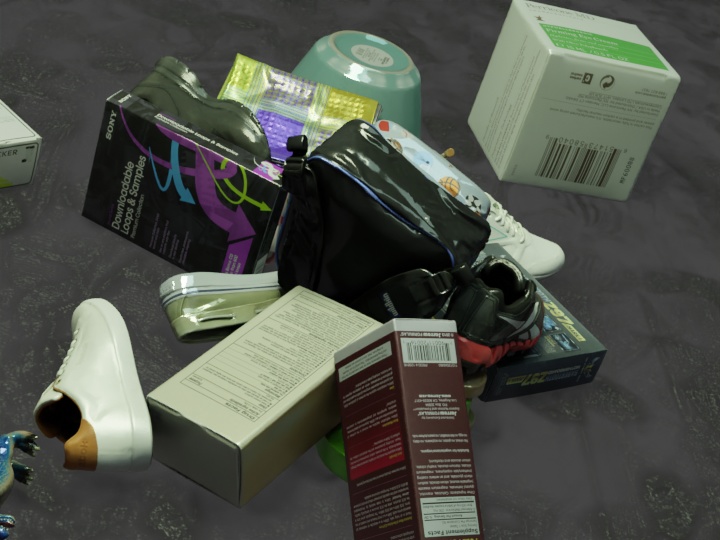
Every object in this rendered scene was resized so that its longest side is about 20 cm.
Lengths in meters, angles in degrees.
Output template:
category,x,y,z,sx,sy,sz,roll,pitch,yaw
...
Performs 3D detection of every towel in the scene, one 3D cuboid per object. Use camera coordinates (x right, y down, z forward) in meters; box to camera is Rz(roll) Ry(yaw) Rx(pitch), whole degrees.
category,x,y,z,sx,sy,sz,roll,pitch,yaw
towel,-0.079,-0.180,1.579,0.200,0.023,0.144,20,59,0

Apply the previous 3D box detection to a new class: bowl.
category,x,y,z,sx,sy,sz,roll,pitch,yaw
bowl,-0.002,-0.240,1.698,0.201,0.105,0.201,14,32,-9

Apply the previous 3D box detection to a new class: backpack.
category,x,y,z,sx,sy,sz,roll,pitch,yaw
backpack,0.013,-0.028,1.191,0.200,0.191,0.154,42,46,9

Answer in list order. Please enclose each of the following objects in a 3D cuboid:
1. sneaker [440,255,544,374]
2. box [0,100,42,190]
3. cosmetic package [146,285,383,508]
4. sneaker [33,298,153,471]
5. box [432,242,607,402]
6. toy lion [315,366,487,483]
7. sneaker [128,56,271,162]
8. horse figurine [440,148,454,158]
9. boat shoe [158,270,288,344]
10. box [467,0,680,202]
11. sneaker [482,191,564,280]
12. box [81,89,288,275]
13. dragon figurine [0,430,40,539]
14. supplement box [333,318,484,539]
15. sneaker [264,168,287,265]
category,x,y,z,sx,sy,sz,roll,pitch,yaw
sneaker,0.138,0.032,1.250,0.071,0.098,0.200,30,20,21
box,-0.436,-0.156,1.351,0.200,0.060,0.117,39,35,28
cosmetic package,-0.076,0.102,1.104,0.105,0.071,0.200,25,41,29
sneaker,-0.231,0.089,1.078,0.085,0.073,0.200,-3,33,-21
box,0.138,0.050,1.379,0.158,0.051,0.200,-7,41,-36
toy lion,0.011,0.125,1.186,0.192,0.069,0.200,14,31,3
sneaker,-0.187,-0.164,1.501,0.200,0.076,0.091,34,63,25
horse figurine,0.017,-0.094,1.496,0.200,0.133,0.050,-17,87,-29
boat shoe,-0.100,0.040,1.253,0.200,0.072,0.062,-1,66,-32
box,0.282,-0.227,1.753,0.199,0.200,0.171,8,31,-18
sneaker,0.150,-0.043,1.505,0.200,0.080,0.070,13,30,-15
box,-0.177,-0.074,1.297,0.200,0.143,0.036,27,33,12
dragon figurine,-0.309,0.141,0.963,0.200,0.059,0.099,32,32,16
supplement box,0.037,0.148,1.021,0.061,0.109,0.200,3,71,-28
sneaker,-0.116,-0.061,1.397,0.075,0.105,0.200,5,4,-10
